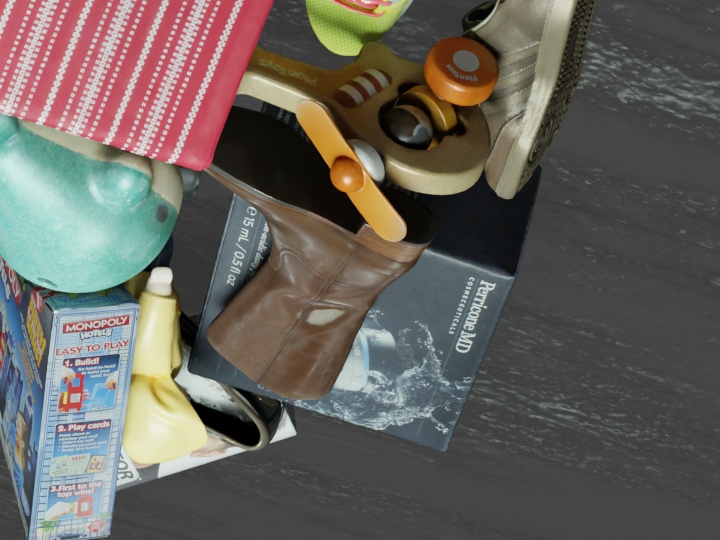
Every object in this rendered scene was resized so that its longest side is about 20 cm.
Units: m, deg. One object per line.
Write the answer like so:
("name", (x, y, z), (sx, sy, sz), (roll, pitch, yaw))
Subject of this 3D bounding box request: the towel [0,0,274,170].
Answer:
("towel", (-0.148, -0.147, 1.360), (0.200, 0.022, 0.145), (17, 102, -30))

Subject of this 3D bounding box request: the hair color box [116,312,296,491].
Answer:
("hair color box", (-0.159, 0.103, 1.803), (0.200, 0.061, 0.100), (-18, 130, 6))

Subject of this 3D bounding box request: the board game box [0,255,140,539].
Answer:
("board game box", (-0.204, 0.047, 1.598), (0.062, 0.200, 0.200), (-5, 143, -22))

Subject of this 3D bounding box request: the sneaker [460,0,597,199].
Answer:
("sneaker", (0.100, -0.138, 1.533), (0.075, 0.070, 0.200), (28, 134, 14))

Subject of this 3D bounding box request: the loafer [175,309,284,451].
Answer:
("loafer", (-0.144, 0.066, 1.711), (0.200, 0.063, 0.072), (29, 107, -8))

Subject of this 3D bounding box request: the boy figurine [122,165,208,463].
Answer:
("boy figurine", (-0.137, 0.030, 1.609), (0.064, 0.200, 0.124), (-2, 166, -8))

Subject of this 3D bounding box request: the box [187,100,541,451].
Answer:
("box", (0.000, 0.000, 1.654), (0.200, 0.117, 0.197), (17, 136, -1))

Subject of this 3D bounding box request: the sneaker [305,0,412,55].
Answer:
("sneaker", (0.007, -0.197, 1.469), (0.078, 0.090, 0.200), (19, 138, -5))

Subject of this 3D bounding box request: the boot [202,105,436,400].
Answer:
("boot", (-0.069, -0.004, 1.549), (0.186, 0.064, 0.200), (29, 138, -8))

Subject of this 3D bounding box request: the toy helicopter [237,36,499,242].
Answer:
("toy helicopter", (-0.016, -0.098, 1.476), (0.200, 0.132, 0.079), (19, 140, -4))

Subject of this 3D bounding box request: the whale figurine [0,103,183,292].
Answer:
("whale figurine", (-0.198, -0.052, 1.449), (0.159, 0.104, 0.200), (9, 166, 31))
